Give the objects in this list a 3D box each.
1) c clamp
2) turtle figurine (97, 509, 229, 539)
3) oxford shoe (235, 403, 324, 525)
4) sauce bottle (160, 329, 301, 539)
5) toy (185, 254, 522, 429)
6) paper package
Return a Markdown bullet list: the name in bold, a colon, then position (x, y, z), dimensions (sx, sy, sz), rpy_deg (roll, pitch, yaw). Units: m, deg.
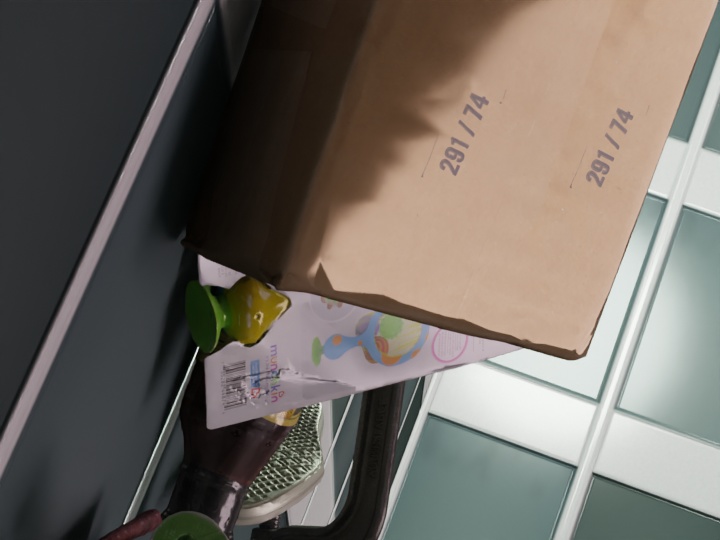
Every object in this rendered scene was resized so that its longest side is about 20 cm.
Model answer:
- **c clamp**: position (-0.038, 0.121, 1.223), dimensions (0.171, 0.027, 0.201), rpy_deg (1, -106, 50)
- **turtle figurine**: position (-0.087, 0.192, 0.796), dimensions (0.194, 0.143, 0.201), rpy_deg (87, 20, -64)
- **oxford shoe**: position (-0.060, 0.122, 1.125), dimensions (0.200, 0.075, 0.058), rpy_deg (-64, 170, -77)
- **sauce bottle**: position (-0.056, 0.053, 0.985), dimensions (0.066, 0.066, 0.201), rpy_deg (24, 84, -83)
- **toy**: position (0.000, 0.000, 0.945), dimensions (0.200, 0.047, 0.116), rpy_deg (-14, 114, -32)
- **paper package**: position (0.044, -0.076, 0.856), dimensions (0.103, 0.190, 0.201), rpy_deg (26, -81, 57)
